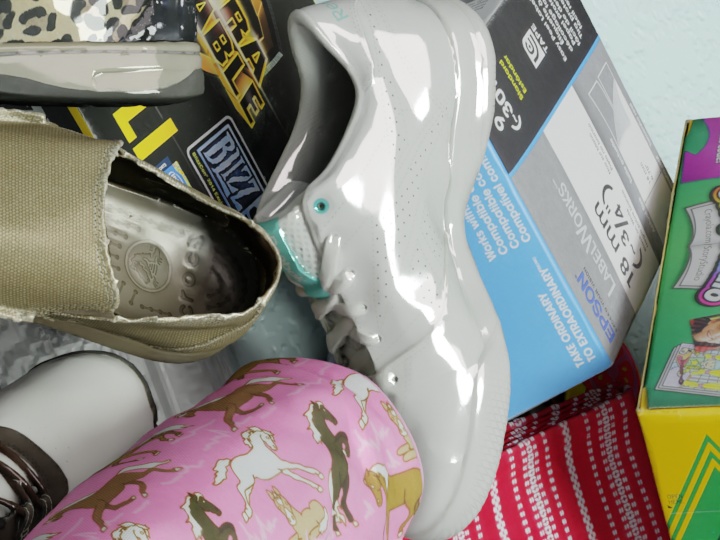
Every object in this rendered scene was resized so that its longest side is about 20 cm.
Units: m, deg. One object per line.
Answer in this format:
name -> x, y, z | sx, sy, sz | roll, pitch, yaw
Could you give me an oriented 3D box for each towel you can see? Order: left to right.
towel -> 0.060, 0.141, 0.914 | 0.199, 0.022, 0.145 | -20, 95, -35

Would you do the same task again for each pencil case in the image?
pencil case -> -0.047, 0.094, 0.717 | 0.200, 0.082, 0.087 | -41, 131, -61

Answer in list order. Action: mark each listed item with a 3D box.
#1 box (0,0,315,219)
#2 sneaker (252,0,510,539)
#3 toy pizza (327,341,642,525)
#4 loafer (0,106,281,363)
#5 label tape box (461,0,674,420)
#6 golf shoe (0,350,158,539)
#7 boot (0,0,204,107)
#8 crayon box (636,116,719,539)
box -> -0.083, -0.092, 0.857 | 0.160, 0.049, 0.201 | -45, 111, -48
sneaker -> 0.000, 0.000, 0.806 | 0.088, 0.075, 0.201 | -2, 89, -40
toy pizza -> 0.070, 0.074, 0.975 | 0.200, 0.032, 0.201 | 17, 62, -33
loafer -> -0.109, -0.018, 0.730 | 0.199, 0.067, 0.076 | 11, 70, -36
label tape box -> 0.057, -0.027, 0.920 | 0.145, 0.063, 0.200 | 60, 34, -19
golf shoe -> -0.124, 0.083, 0.707 | 0.078, 0.095, 0.200 | 36, 50, 7
boot -> -0.144, -0.134, 0.726 | 0.203, 0.073, 0.155 | 4, 92, -24
crayon box -> 0.172, 0.058, 0.970 | 0.200, 0.058, 0.173 | -72, 149, -50
